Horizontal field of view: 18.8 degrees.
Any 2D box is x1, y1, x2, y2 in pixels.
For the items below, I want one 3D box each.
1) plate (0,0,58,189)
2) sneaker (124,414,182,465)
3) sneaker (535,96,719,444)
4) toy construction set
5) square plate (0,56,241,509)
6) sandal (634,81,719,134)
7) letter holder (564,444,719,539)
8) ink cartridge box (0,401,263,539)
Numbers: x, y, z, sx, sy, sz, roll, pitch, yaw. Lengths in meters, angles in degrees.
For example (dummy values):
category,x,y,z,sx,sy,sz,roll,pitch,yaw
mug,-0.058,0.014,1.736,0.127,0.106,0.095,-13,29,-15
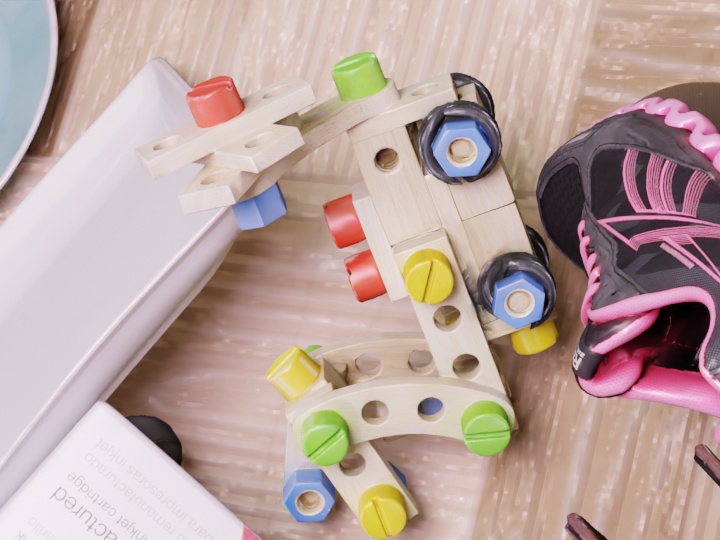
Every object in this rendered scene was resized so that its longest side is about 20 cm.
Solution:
category,x,y,z,sx,sy,sz,roll,pitch,yaw
plate,-0.223,-0.080,1.024,0.200,0.026,0.201,-10,65,22
sneaker,-0.113,0.162,0.848,0.115,0.076,0.200,43,97,23
sneaker,0.100,0.004,0.720,0.095,0.079,0.200,-28,25,-15
toy construction set,0.000,0.000,0.787,0.131,0.200,0.092,-19,36,7
square plate,-0.120,0.012,0.885,0.200,0.028,0.198,-50,25,1
sandal,0.175,-0.009,0.774,0.078,0.070,0.212,-37,33,-18
letter holder,0.171,0.129,0.665,0.101,0.142,0.200,-43,57,5
ink cartridge box,-0.105,0.169,0.772,0.145,0.083,0.200,41,81,0
